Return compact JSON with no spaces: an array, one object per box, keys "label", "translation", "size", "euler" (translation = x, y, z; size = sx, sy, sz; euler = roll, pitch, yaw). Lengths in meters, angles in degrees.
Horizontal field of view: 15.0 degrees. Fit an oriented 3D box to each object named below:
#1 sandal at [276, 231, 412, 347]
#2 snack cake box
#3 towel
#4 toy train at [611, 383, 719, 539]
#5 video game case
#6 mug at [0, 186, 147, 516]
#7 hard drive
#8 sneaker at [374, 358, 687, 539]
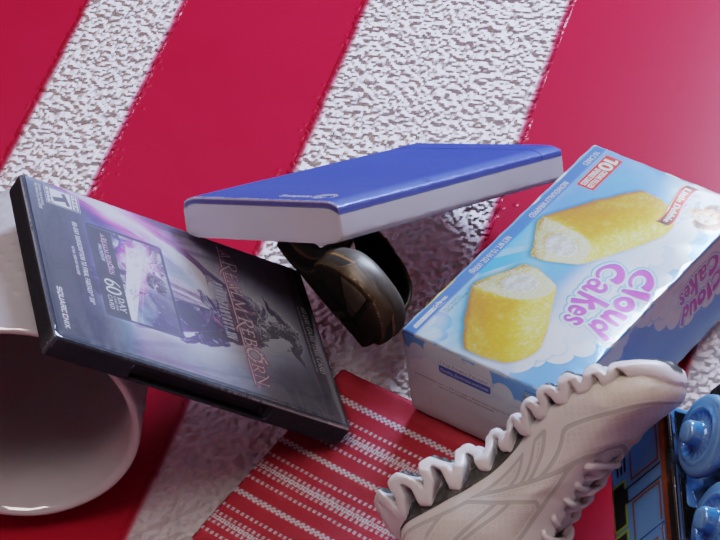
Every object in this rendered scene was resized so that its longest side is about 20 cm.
[{"label":"sandal","translation":[0.000,0.000,1.622],"size":[0.055,0.082,0.200],"euler":[-40,5,-7]},{"label":"snack cake box","translation":[0.131,0.021,1.611],"size":[0.115,0.067,0.200],"euler":[22,49,32]},{"label":"towel","translation":[-0.011,0.149,1.570],"size":[0.144,0.023,0.200],"euler":[23,56,32]},{"label":"toy train","translation":[0.192,0.156,1.439],"size":[0.087,0.114,0.200],"euler":[17,50,-23]},{"label":"video game case","translation":[-0.106,0.023,1.594],"size":[0.200,0.019,0.143],"euler":[19,33,-30]},{"label":"mug","translation":[-0.223,0.042,1.648],"size":[0.200,0.148,0.176],"euler":[-15,37,12]},{"label":"hard drive","translation":[0.010,-0.049,1.665],"size":[0.132,0.025,0.200],"euler":[3,14,44]},{"label":"sneaker","translation":[0.101,0.114,1.479],"size":[0.200,0.075,0.081],"euler":[-35,63,29]}]
